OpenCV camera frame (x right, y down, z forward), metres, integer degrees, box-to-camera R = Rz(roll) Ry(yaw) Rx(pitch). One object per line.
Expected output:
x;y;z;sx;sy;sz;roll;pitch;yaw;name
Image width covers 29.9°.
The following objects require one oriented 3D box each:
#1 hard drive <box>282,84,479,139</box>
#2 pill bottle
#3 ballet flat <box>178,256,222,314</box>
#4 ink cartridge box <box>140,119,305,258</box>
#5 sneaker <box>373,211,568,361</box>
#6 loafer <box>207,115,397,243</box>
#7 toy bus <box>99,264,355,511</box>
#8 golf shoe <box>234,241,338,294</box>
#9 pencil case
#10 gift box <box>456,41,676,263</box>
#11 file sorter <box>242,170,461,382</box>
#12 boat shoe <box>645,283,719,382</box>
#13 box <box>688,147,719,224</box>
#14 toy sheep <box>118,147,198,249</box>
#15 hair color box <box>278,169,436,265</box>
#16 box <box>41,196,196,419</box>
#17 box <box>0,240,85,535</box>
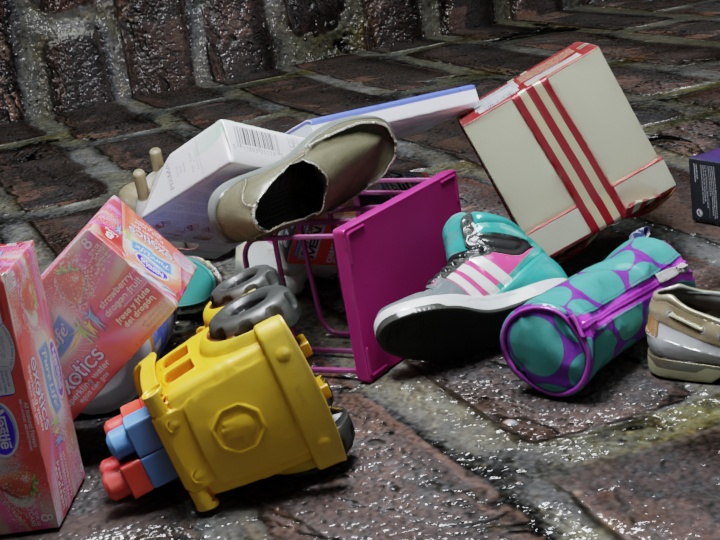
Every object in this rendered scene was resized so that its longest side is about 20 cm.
0.007;-0.148;1.396;0.199;0.026;0.132;-16;-1;-30;hard drive
-0.235;0.049;1.281;0.111;0.113;0.200;-8;17;4;pill bottle
-0.229;0.015;1.482;0.199;0.076;0.064;4;-13;23;ballet flat
-0.135;-0.073;1.301;0.199;0.050;0.160;-25;-20;37;ink cartridge box
0.089;0.006;1.225;0.199;0.084;0.121;-9;47;-23;sneaker
-0.038;-0.076;1.201;0.199;0.076;0.069;-33;25;-26;loafer
-0.118;0.102;1.049;0.191;0.136;0.200;-27;16;-4;toy bus
-0.066;-0.028;1.488;0.075;0.092;0.200;0;17;35;golf shoe
0.205;0.034;1.141;0.200;0.085;0.092;-27;-5;-45;pencil case
0.206;-0.110;1.393;0.184;0.187;0.200;-29;10;12;gift box
0.000;0.000;1.273;0.125;0.140;0.200;1;19;34;file sorter
0.320;0.050;1.059;0.199;0.069;0.075;0;19;27;boat shoe
0.483;-0.105;1.482;0.199;0.079;0.141;-18;21;-28;box
-0.205;-0.077;1.657;0.199;0.139;0.138;8;21;17;toy sheep
0.005;-0.058;1.443;0.199;0.064;0.111;2;36;-24;hair color box
-0.239;0.051;1.107;0.200;0.095;0.103;-46;11;16;box
-0.281;0.089;1.010;0.102;0.201;0.095;-8;16;4;box
